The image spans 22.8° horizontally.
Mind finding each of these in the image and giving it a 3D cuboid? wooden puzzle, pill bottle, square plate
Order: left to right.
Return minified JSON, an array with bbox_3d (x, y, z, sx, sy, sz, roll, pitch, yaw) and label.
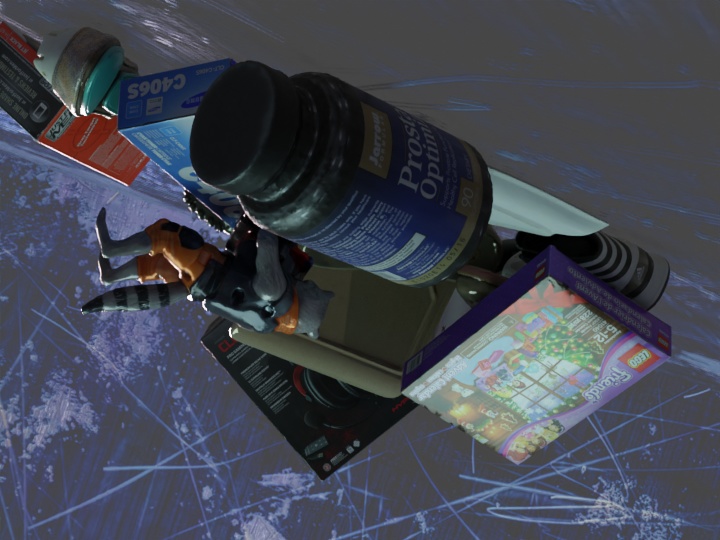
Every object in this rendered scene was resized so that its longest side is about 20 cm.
[{"bbox_3d":[-0.013,-0.066,1.200,0.199,0.113,0.112,21,177,-41],"label":"pill bottle"},{"bbox_3d":[0.000,0.000,1.578,0.184,0.201,0.037,23,-168,-28],"label":"wooden puzzle"},{"bbox_3d":[0.067,-0.071,1.433,0.199,0.029,0.198,21,177,-33],"label":"square plate"}]

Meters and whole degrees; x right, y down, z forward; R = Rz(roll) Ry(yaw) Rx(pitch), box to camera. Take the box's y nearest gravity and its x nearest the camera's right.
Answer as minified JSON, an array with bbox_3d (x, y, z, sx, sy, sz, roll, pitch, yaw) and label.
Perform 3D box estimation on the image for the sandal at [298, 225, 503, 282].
[{"bbox_3d":[0.042,-0.018,1.527,0.199,0.081,0.054,10,-149,-28],"label":"sandal"}]

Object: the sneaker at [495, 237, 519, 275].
[{"bbox_3d":[0.129,0.030,1.715,0.115,0.200,0.075,32,-153,-32],"label":"sneaker"}]

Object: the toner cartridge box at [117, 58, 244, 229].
[{"bbox_3d":[-0.094,-0.089,1.356,0.094,0.043,0.200,-10,155,22],"label":"toner cartridge box"}]

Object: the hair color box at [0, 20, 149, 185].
[{"bbox_3d":[-0.261,-0.146,1.600,0.101,0.061,0.200,41,-175,17],"label":"hair color box"}]

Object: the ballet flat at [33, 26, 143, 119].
[{"bbox_3d":[-0.220,-0.157,1.403,0.067,0.068,0.200,30,176,2],"label":"ballet flat"}]

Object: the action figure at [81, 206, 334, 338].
[{"bbox_3d":[-0.118,0.017,1.426,0.192,0.105,0.200,13,153,-4],"label":"action figure"}]

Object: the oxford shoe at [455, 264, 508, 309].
[{"bbox_3d":[0.139,0.064,1.569,0.070,0.075,0.200,17,162,48],"label":"oxford shoe"}]

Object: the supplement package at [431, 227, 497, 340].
[{"bbox_3d":[0.016,-0.017,1.771,0.199,0.118,0.117,19,-173,18],"label":"supplement package"}]

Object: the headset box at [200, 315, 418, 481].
[{"bbox_3d":[-0.042,0.071,1.678,0.200,0.148,0.075,50,-165,-6],"label":"headset box"}]

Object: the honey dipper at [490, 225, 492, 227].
[{"bbox_3d":[0.036,-0.069,1.606,0.199,0.038,0.038,24,175,-34],"label":"honey dipper"}]

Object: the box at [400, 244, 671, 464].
[{"bbox_3d":[0.147,0.076,1.517,0.136,0.039,0.200,32,131,-20],"label":"box"}]

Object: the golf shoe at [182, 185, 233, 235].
[{"bbox_3d":[-0.067,-0.069,1.673,0.198,0.078,0.088,7,-171,8],"label":"golf shoe"}]

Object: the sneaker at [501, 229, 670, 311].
[{"bbox_3d":[0.165,-0.016,1.545,0.115,0.076,0.200,31,164,-28],"label":"sneaker"}]
